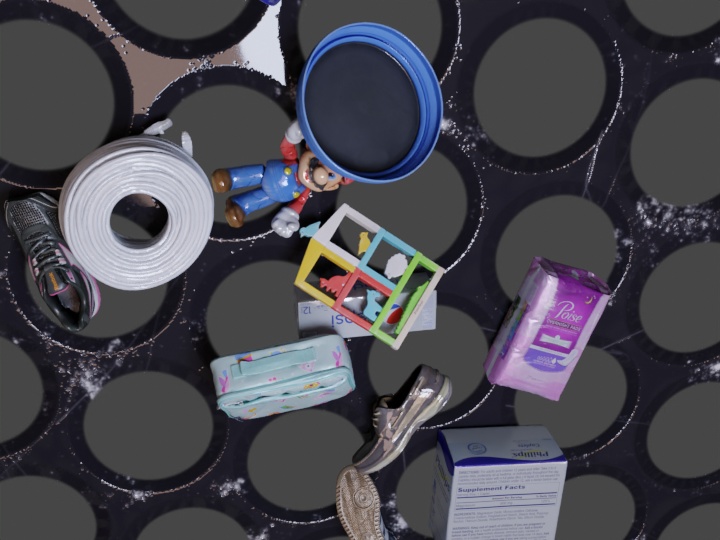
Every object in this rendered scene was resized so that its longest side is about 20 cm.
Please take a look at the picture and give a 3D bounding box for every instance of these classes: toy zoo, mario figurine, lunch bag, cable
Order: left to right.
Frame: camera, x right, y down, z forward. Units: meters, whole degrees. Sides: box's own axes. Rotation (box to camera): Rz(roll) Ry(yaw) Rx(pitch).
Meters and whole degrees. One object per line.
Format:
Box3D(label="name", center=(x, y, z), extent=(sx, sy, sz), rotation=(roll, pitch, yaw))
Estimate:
Box3D(label="cable", center=(-0.285, -0.072, 1.264), extent=(0.198, 0.069, 0.201), rotation=(-24, 121, -11))
Box3D(label="lunch bag", center=(-0.109, 0.151, 1.365), extent=(0.198, 0.161, 0.078), rotation=(-14, 74, -1))
Box3D(label="mario figurine", center=(-0.091, -0.120, 1.269), extent=(0.198, 0.107, 0.124), rotation=(-19, 152, 7))
Box3D(label="toy zoo", center=(0.000, 0.000, 1.341), extent=(0.199, 0.020, 0.132), rotation=(32, 80, -3))

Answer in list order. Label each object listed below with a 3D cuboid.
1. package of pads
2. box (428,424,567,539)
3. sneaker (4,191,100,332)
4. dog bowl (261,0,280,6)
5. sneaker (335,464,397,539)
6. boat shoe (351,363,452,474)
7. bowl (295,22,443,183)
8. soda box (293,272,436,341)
Box3D(label="package of pads", center=(0.277, 0.090, 1.457), extent=(0.119, 0.076, 0.201), rotation=(15, 111, -20))
Box3D(label="box", center=(0.213, 0.357, 1.554), extent=(0.182, 0.105, 0.202), rotation=(-1, 116, -10))
Box3D(label="sneaker", center=(-0.396, -0.008, 1.279), extent=(0.080, 0.086, 0.201), rotation=(-26, 116, 0))
Box3D(label="dog bowl", center=(-0.141, -0.391, 1.082), extent=(0.200, 0.201, 0.079), rotation=(39, 106, -24))
Box3D(label="sneaker", center=(0.012, 0.403, 1.568), extent=(0.069, 0.108, 0.202), rotation=(-19, 87, 2))
Box3D(label="boat shoe", center=(0.051, 0.219, 1.486), extent=(0.073, 0.075, 0.200), rotation=(42, 93, -14))
Box3D(label="bowl", center=(0.010, -0.209, 1.236), extent=(0.199, 0.039, 0.203), rotation=(2, 86, -26))
Box3D(label="soda box", center=(0.006, 0.051, 1.392), extent=(0.198, 0.068, 0.064), rotation=(-5, 114, -9))
